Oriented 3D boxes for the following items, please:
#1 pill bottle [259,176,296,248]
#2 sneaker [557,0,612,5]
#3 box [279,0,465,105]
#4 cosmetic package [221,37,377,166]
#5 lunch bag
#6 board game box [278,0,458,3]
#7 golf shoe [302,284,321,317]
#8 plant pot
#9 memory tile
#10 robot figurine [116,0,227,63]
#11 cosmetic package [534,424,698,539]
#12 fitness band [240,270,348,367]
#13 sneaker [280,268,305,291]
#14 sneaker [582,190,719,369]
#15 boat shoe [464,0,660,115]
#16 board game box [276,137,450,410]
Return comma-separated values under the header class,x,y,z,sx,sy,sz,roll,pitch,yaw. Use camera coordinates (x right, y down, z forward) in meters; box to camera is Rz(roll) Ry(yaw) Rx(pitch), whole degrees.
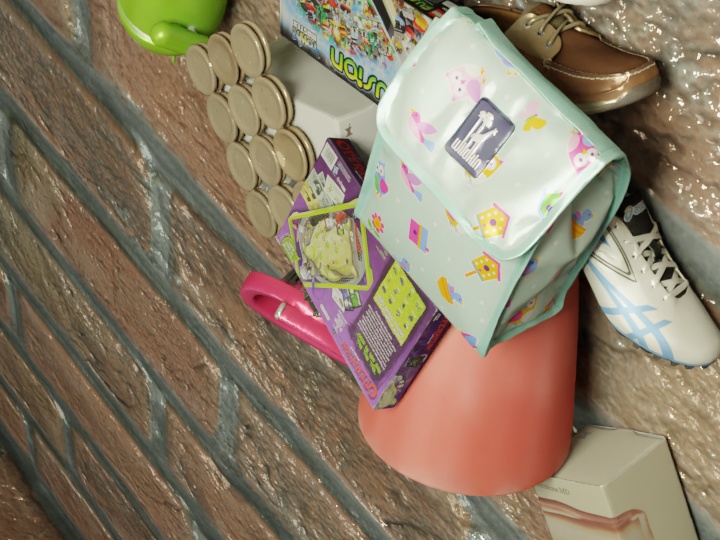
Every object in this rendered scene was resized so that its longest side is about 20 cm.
class,x,y,z,sx,sy,sz,roll,pitch,yaw
pill bottle,-0.018,-0.041,1.210,0.200,0.110,0.112,43,146,28
sneaker,0.107,-0.261,0.882,0.198,0.075,0.090,24,123,30
box,0.006,-0.202,0.991,0.200,0.034,0.111,40,144,33
cosmetic package,-0.036,-0.153,1.146,0.199,0.112,0.082,32,140,44
lunch bag,0.093,-0.067,0.873,0.171,0.121,0.201,49,148,23
board game box,0.000,-0.281,1.031,0.200,0.061,0.201,46,148,26
golf shoe,0.030,-0.026,1.083,0.200,0.088,0.078,-47,49,22
plant pot,0.102,0.061,1.045,0.200,0.199,0.180,34,130,39
memory tile,-0.094,-0.128,1.133,0.153,0.017,0.202,-5,109,59
robot figurine,-0.190,-0.304,1.254,0.200,0.114,0.177,123,131,-59
cosmetic package,0.237,0.250,1.075,0.103,0.087,0.202,-1,114,58
fitness band,-0.036,0.065,1.247,0.198,0.038,0.144,31,171,-1
sneaker,-0.022,0.037,1.332,0.199,0.079,0.096,12,142,57
sneaker,0.208,-0.011,0.926,0.201,0.071,0.073,52,142,12
boat shoe,0.136,-0.163,0.907,0.199,0.075,0.073,20,128,48
board game box,0.000,0.000,1.012,0.121,0.032,0.201,-55,50,33
